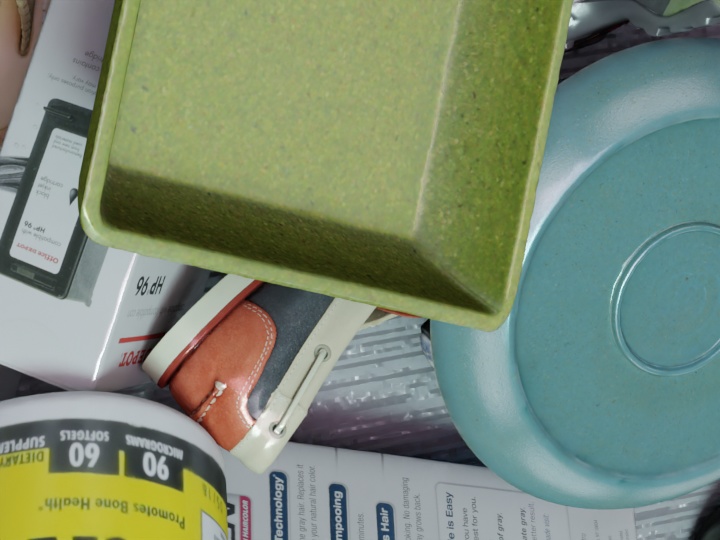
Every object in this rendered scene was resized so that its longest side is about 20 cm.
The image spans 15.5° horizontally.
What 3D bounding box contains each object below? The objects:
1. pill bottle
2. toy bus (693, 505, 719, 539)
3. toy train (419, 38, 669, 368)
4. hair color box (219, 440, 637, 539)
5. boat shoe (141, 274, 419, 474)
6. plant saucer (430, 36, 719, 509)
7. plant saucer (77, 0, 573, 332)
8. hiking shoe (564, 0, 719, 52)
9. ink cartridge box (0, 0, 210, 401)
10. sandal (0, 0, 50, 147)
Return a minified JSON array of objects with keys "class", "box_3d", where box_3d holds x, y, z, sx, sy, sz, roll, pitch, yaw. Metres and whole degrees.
[{"class":"pill bottle","box_3d":[-0.102,0.155,0.940,0.114,0.114,0.201,6,58,-15]},{"class":"toy bus","box_3d":[0.214,0.199,1.105,0.135,0.192,0.201,18,98,-18]},{"class":"toy train","box_3d":[0.118,-0.009,1.098,0.200,0.087,0.114,-41,117,-6]},{"class":"hair color box","box_3d":[0.014,0.132,1.084,0.199,0.061,0.100,9,54,-16]},{"class":"boat shoe","box_3d":[0.000,0.000,1.039,0.063,0.071,0.200,43,55,7]},{"class":"plant saucer","box_3d":[0.122,0.008,1.043,0.199,0.027,0.201,-10,115,-22]},{"class":"plant saucer","box_3d":[-0.013,-0.093,0.940,0.199,0.048,0.201,13,87,-40]},{"class":"hiking shoe","box_3d":[0.072,-0.135,1.042,0.199,0.076,0.101,-10,95,18]},{"class":"ink cartridge box","box_3d":[-0.096,-0.020,1.012,0.068,0.116,0.201,21,96,11]},{"class":"sandal","box_3d":[-0.148,-0.105,1.014,0.077,0.070,0.213,-9,103,-13]}]
